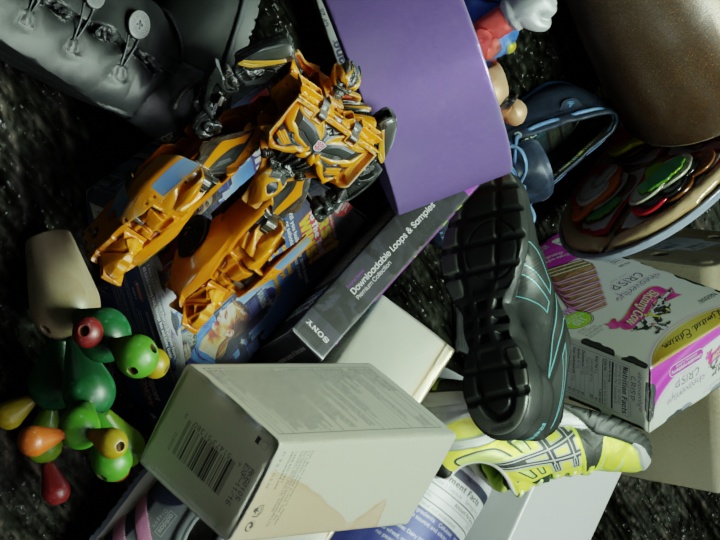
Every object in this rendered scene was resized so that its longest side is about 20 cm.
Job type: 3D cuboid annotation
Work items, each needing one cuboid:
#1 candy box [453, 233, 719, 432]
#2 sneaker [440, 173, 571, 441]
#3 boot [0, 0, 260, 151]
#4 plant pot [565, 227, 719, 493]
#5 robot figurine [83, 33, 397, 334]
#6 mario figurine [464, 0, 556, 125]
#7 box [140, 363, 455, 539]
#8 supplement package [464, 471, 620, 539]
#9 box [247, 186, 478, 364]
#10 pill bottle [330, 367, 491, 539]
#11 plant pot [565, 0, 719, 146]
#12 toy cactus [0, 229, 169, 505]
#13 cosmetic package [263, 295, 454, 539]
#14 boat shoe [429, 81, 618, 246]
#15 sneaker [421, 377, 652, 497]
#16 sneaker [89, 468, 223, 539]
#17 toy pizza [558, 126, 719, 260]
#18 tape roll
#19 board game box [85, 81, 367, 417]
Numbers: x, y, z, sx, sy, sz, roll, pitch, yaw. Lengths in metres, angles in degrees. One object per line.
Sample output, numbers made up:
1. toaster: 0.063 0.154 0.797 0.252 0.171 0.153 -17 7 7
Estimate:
1. candy box: 0.190 0.045 1.880 0.136 0.199 0.061 -28 127 -40
2. sneaker: 0.108 0.028 1.721 0.079 0.075 0.201 17 66 -51
3. boot: -0.159 -0.179 1.477 0.199 0.065 0.166 27 57 -36
4. plant pot: 0.280 0.064 2.013 0.199 0.199 0.178 -15 107 -45
5. robot figurine: -0.069 -0.054 1.480 0.145 0.058 0.200 32 116 -35
6. mario figurine: 0.101 -0.162 1.747 0.123 0.105 0.201 14 90 -69
7. box: -0.037 0.115 1.554 0.200 0.095 0.078 4 118 -54
8. supplement package: 0.099 0.216 1.916 0.120 0.121 0.201 30 85 -52
9. box: 0.000 0.000 1.695 0.036 0.143 0.200 46 66 -5
10. pill bottle: 0.030 0.176 1.821 0.201 0.115 0.116 -58 140 -14
11. plant pot: 0.229 -0.232 1.834 0.187 0.186 0.200 -54 125 -17
12. toy cactus: -0.187 0.058 1.509 0.102 0.200 0.166 -11 73 -20
13. cosmetic package: -0.027 0.119 1.720 0.073 0.103 0.201 36 78 -11
14. boat shoe: 0.122 -0.087 1.843 0.200 0.068 0.084 -44 136 -27
15. sneaker: 0.127 0.131 1.781 0.199 0.075 0.077 13 85 -25
16. sneaker: -0.140 0.203 1.626 0.070 0.082 0.200 6 123 -56
17. toy pizza: 0.234 -0.086 1.891 0.032 0.200 0.200 49 66 -21
18. tape roll: 0.028 -0.144 1.593 0.085 0.200 0.201 -20 130 -1
19. board game box: -0.090 -0.031 1.626 0.200 0.061 0.201 -39 133 -32
